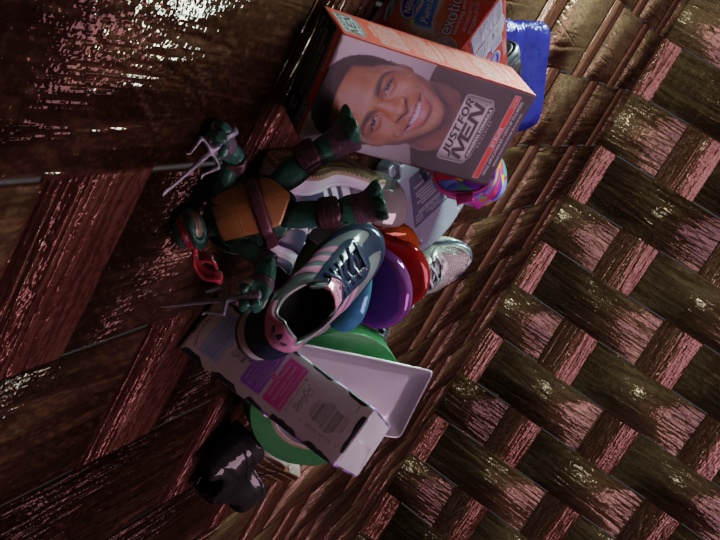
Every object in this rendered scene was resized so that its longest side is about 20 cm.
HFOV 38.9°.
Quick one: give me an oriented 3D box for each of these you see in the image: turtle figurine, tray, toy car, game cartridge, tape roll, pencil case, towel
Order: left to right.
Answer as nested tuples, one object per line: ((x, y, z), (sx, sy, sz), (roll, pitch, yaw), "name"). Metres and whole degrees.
((-0.085, -0.053, 0.830), (0.199, 0.151, 0.101), (-21, -169, -4), "turtle figurine")
((-0.048, 0.151, 1.279), (0.199, 0.048, 0.202), (-10, 121, -16), "tape roll")
((-0.016, 0.145, 1.246), (0.199, 0.022, 0.108), (14, 111, -28), "tray")
((0.000, 0.000, 1.142), (0.200, 0.150, 0.176), (-35, 156, -55), "toy car")
((0.082, -0.104, 1.292), (0.200, 0.041, 0.134), (-42, 127, -50), "game cartridge")
((0.128, -0.116, 1.207), (0.089, 0.088, 0.200), (-58, 170, 9), "pencil case")
((0.185, -0.251, 1.318), (0.200, 0.049, 0.149), (-20, 119, -57), "towel")

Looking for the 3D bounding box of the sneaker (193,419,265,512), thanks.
((-0.179, 0.275, 1.351), (0.091, 0.076, 0.201), (-38, 152, -26), "sneaker")

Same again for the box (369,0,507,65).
((0.084, -0.223, 1.036), (0.100, 0.095, 0.200), (-53, 166, -4), "box")

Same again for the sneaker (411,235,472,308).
((0.060, 0.017, 1.292), (0.199, 0.085, 0.078), (-20, 111, -15), "sneaker")

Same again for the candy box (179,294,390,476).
((-0.074, 0.125, 1.069), (0.072, 0.199, 0.168), (-53, 166, -8), "candy box")

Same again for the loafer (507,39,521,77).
((0.114, -0.190, 1.182), (0.200, 0.072, 0.063), (-38, 129, -15), "loafer")

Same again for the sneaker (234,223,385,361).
((-0.029, 0.018, 0.986), (0.200, 0.070, 0.082), (-45, -163, -32), "sneaker")

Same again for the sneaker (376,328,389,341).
((0.024, 0.052, 1.400), (0.147, 0.077, 0.203), (-54, -166, 15), "sneaker")

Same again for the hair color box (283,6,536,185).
((0.044, -0.150, 0.899), (0.199, 0.061, 0.102), (11, 122, -26), "hair color box")

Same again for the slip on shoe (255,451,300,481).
((-0.132, 0.267, 1.498), (0.200, 0.075, 0.061), (55, 30, -67), "slip on shoe")

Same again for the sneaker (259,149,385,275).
((-0.051, -0.058, 1.001), (0.200, 0.070, 0.109), (-9, 127, -62), "sneaker")
